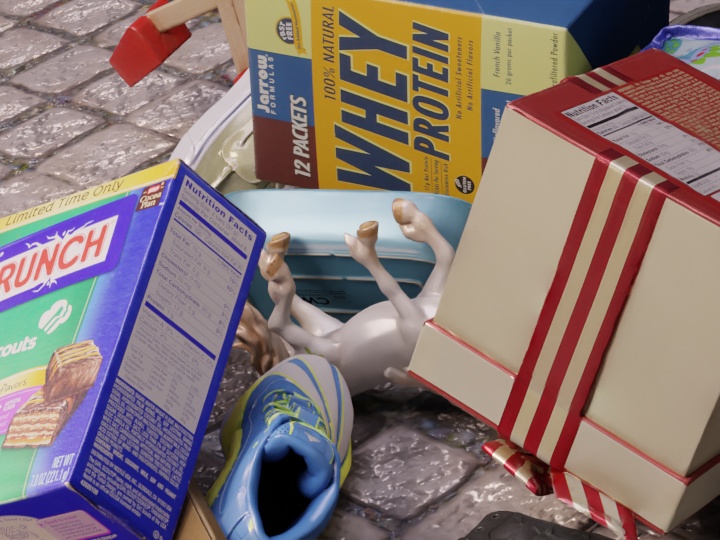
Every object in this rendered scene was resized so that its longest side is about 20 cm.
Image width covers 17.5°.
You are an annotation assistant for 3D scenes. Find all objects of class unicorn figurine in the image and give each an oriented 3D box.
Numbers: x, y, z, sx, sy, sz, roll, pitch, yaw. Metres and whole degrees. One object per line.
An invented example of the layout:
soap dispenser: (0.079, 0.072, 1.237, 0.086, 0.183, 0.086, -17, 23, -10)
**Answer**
unicorn figurine: (0.017, 0.036, 1.322, 0.200, 0.138, 0.074, -9, 20, 45)

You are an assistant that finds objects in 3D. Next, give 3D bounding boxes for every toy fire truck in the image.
toy fire truck: (-0.074, -0.160, 1.658, 0.200, 0.141, 0.049, -36, 9, 42)

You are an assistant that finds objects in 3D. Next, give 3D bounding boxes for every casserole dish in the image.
casserole dish: (0.000, 0.000, 1.394, 0.199, 0.121, 0.039, 3, 58, 22)

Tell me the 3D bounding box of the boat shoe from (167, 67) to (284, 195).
boat shoe: (-0.066, -0.084, 1.546, 0.062, 0.072, 0.200, 26, 77, 39)

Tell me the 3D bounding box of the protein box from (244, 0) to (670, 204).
protein box: (0.063, -0.140, 1.415, 0.199, 0.135, 0.199, 11, 33, 21)

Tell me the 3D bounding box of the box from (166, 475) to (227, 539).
box: (-0.140, 0.165, 1.163, 0.163, 0.021, 0.200, -43, 31, 3)

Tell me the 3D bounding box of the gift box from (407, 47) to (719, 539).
gift box: (0.153, 0.023, 1.178, 0.200, 0.187, 0.184, 36, 33, 28)

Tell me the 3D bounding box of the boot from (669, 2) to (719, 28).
boot: (0.239, -0.098, 1.521, 0.153, 0.074, 0.203, 22, 45, 41)

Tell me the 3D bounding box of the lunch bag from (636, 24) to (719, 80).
lunch bag: (0.235, -0.035, 1.296, 0.200, 0.171, 0.127, 13, 36, 41)

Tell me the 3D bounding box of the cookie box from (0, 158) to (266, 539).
cookie box: (-0.154, 0.057, 1.204, 0.171, 0.075, 0.201, -17, 44, 37)

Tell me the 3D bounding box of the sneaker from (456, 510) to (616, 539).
sneaker: (0.052, 0.158, 1.137, 0.199, 0.060, 0.104, 8, 35, 23)

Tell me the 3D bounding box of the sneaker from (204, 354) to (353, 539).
sneaker: (-0.031, 0.101, 1.216, 0.105, 0.076, 0.200, -45, 15, 42)

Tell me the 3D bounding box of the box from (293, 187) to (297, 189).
box: (0.056, -0.071, 1.561, 0.158, 0.048, 0.200, 1, 31, 22)
